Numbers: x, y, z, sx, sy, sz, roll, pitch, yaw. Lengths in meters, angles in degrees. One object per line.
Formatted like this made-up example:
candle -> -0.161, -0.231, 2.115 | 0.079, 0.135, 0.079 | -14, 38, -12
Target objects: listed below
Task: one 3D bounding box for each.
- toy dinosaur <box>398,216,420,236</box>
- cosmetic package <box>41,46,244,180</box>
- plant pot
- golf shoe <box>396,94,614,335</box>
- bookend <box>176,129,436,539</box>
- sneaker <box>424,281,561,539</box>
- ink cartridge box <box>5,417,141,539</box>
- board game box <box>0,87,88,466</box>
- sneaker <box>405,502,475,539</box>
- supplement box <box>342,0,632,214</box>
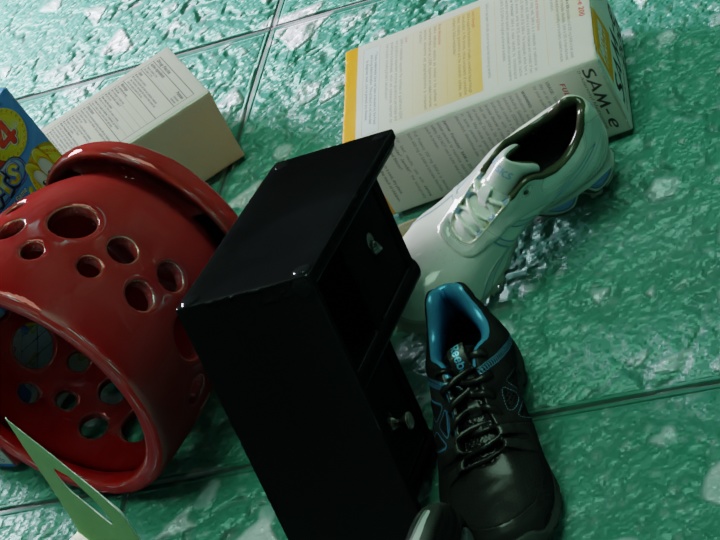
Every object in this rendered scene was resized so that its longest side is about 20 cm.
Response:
toy dinosaur -> 0.000, 0.000, 1.428 | 0.106, 0.060, 0.200 | 39, 74, 18
cosmetic package -> -0.206, -0.083, 1.630 | 0.199, 0.073, 0.104 | -33, 37, -7
plant pot -> -0.177, 0.023, 1.402 | 0.200, 0.201, 0.183 | 4, 46, 38
golf shoe -> 0.084, -0.046, 1.356 | 0.200, 0.097, 0.078 | -44, 67, -11
bookend -> -0.007, 0.050, 1.280 | 0.092, 0.201, 0.199 | -14, 23, 24
sneaker -> 0.068, 0.093, 1.238 | 0.073, 0.082, 0.200 | -22, 40, 9
ink cartridge box -> -0.144, 0.192, 1.185 | 0.048, 0.200, 0.145 | -42, 38, -17
board game box -> -0.271, 0.005, 1.487 | 0.056, 0.196, 0.200 | 0, 48, 44
sneaker -> 0.000, 0.225, 1.140 | 0.115, 0.075, 0.201 | -14, 48, 30
supplement box -> 0.091, -0.132, 1.478 | 0.199, 0.074, 0.126 | -19, 39, 18
